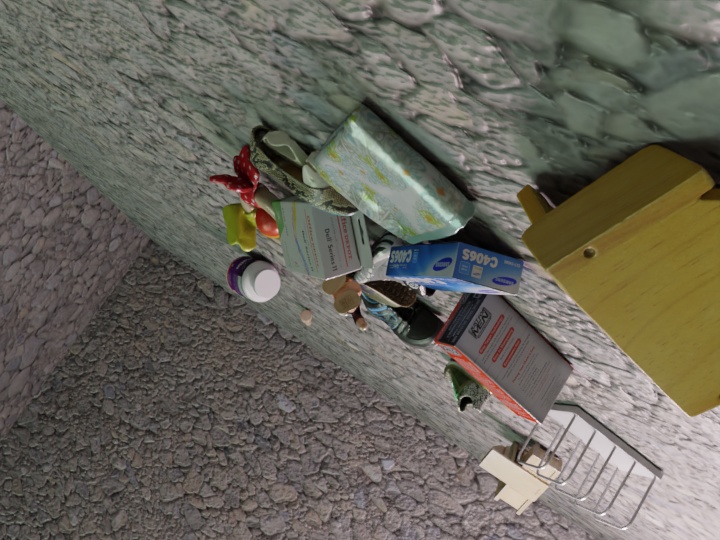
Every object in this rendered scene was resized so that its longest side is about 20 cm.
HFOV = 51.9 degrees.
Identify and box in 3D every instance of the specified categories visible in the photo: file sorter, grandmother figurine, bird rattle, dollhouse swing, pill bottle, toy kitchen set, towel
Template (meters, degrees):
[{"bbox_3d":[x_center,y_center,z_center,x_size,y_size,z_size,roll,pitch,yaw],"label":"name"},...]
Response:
[{"bbox_3d":[0.404,0.351,1.329,0.198,0.126,0.139,36,168,-5],"label":"file sorter"},{"bbox_3d":[-0.023,0.047,1.246,0.200,0.060,0.123,64,-179,-85],"label":"grandmother figurine"},{"bbox_3d":[-0.161,-0.110,1.248,0.162,0.113,0.201,36,152,9],"label":"bird rattle"},{"bbox_3d":[0.247,-0.018,0.612,0.199,0.178,0.181,40,125,-20],"label":"dollhouse swing"},{"bbox_3d":[-0.296,0.024,2.068,0.112,0.114,0.199,41,166,-27],"label":"pill bottle"},{"bbox_3d":[0.401,0.467,1.889,0.161,0.181,0.202,31,128,3],"label":"toy kitchen set"},{"bbox_3d":[0.031,-0.102,0.864,0.170,0.049,0.200,38,167,-10],"label":"towel"}]

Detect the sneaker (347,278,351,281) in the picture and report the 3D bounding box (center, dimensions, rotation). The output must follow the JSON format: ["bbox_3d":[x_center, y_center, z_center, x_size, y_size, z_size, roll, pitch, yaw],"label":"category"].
[{"bbox_3d":[-0.074,-0.034,1.320,0.201,0.077,0.073,52,163,-23],"label":"sneaker"}]

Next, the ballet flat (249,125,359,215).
[{"bbox_3d":[-0.081,-0.142,1.000,0.198,0.068,0.076,32,152,28],"label":"ballet flat"}]

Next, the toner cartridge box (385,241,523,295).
[{"bbox_3d":[0.113,-0.002,0.941,0.093,0.044,0.199,14,175,-19],"label":"toner cartridge box"}]

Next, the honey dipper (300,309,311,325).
[{"bbox_3d":[-0.176,0.161,2.422,0.038,0.038,0.200,34,169,5],"label":"honey dipper"}]

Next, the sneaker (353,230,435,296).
[{"bbox_3d":[0.059,0.007,1.128,0.114,0.076,0.200,34,167,-3],"label":"sneaker"}]

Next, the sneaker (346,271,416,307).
[{"bbox_3d":[0.000,0.000,1.268,0.199,0.068,0.090,37,163,-16],"label":"sneaker"}]

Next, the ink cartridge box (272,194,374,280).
[{"bbox_3d":[-0.060,-0.055,1.113,0.199,0.066,0.120,10,115,62],"label":"ink cartridge box"}]

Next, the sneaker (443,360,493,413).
[{"bbox_3d":[0.216,0.248,1.546,0.076,0.089,0.199,38,168,-15],"label":"sneaker"}]

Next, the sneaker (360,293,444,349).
[{"bbox_3d":[0.069,0.078,1.357,0.198,0.074,0.082,27,165,35],"label":"sneaker"}]

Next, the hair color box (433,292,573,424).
[{"bbox_3d":[0.210,0.122,1.072,0.200,0.102,0.061,42,166,-23],"label":"hair color box"}]
